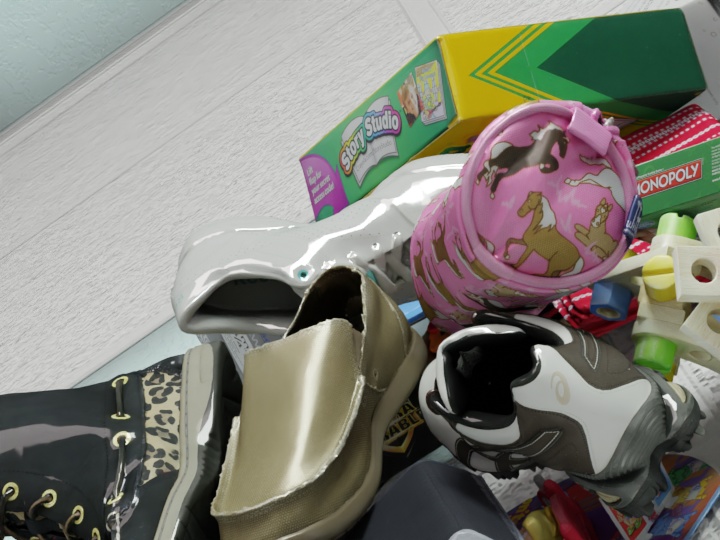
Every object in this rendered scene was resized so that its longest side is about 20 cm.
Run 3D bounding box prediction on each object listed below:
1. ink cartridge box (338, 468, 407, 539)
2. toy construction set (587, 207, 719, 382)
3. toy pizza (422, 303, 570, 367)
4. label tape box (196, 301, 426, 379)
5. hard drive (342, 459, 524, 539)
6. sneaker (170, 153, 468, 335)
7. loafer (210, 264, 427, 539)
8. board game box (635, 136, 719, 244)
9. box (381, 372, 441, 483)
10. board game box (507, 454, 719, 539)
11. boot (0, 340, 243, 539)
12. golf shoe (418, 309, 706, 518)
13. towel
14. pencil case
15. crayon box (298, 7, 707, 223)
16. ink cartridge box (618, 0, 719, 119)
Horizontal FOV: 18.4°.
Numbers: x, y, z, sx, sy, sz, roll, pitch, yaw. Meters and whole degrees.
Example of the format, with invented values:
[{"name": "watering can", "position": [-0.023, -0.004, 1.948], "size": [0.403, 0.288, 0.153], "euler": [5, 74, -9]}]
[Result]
[{"name": "ink cartridge box", "position": [-0.034, 0.151, 1.104], "size": [0.099, 0.039, 0.200], "euler": [-26, 7, 33]}, {"name": "toy construction set", "position": [0.171, 0.008, 0.943], "size": [0.200, 0.131, 0.093], "euler": [106, -179, -82]}, {"name": "toy pizza", "position": [0.108, 0.001, 1.296], "size": [0.200, 0.032, 0.200], "euler": [-33, 16, 11]}, {"name": "label tape box", "position": [-0.001, 0.008, 1.261], "size": [0.144, 0.063, 0.200], "euler": [-28, 0, -21]}, {"name": "hard drive", "position": [-0.010, 0.174, 0.933], "size": [0.200, 0.042, 0.135], "euler": [-52, 14, 5]}, {"name": "sneaker", "position": [0.000, 0.000, 1.131], "size": [0.199, 0.076, 0.089], "euler": [-15, 20, 10]}, {"name": "loafer", "position": [-0.027, 0.065, 1.016], "size": [0.076, 0.068, 0.200], "euler": [-22, 20, 24]}, {"name": "board game box", "position": [0.226, -0.038, 0.998], "size": [0.200, 0.134, 0.029], "euler": [-18, 64, 47]}, {"name": "box", "position": [-0.066, 0.115, 1.151], "size": [0.200, 0.049, 0.160], "euler": [-30, 7, -16]}, {"name": "board game box", "position": [0.065, 0.134, 0.983], "size": [0.158, 0.039, 0.200], "euler": [-17, 24, 49]}, {"name": "boot", "position": [-0.135, 0.118, 1.016], "size": [0.153, 0.074, 0.204], "euler": [-8, 37, 12]}, {"name": "golf shoe", "position": [0.064, 0.045, 0.971], "size": [0.078, 0.094, 0.200], "euler": [-63, 23, -11]}, {"name": "towel", "position": [0.157, -0.033, 1.226], "size": [0.144, 0.023, 0.200], "euler": [-25, 24, -2]}, {"name": "pencil case", "position": [0.071, -0.019, 1.015], "size": [0.086, 0.083, 0.200], "euler": [-6, -8, -7]}, {"name": "crayon box", "position": [0.082, -0.088, 1.345], "size": [0.172, 0.059, 0.200], "euler": [-10, -13, -28]}, {"name": "ink cartridge box", "position": [0.267, -0.177, 1.381], "size": [0.200, 0.086, 0.147], "euler": [-25, 19, 39]}]
